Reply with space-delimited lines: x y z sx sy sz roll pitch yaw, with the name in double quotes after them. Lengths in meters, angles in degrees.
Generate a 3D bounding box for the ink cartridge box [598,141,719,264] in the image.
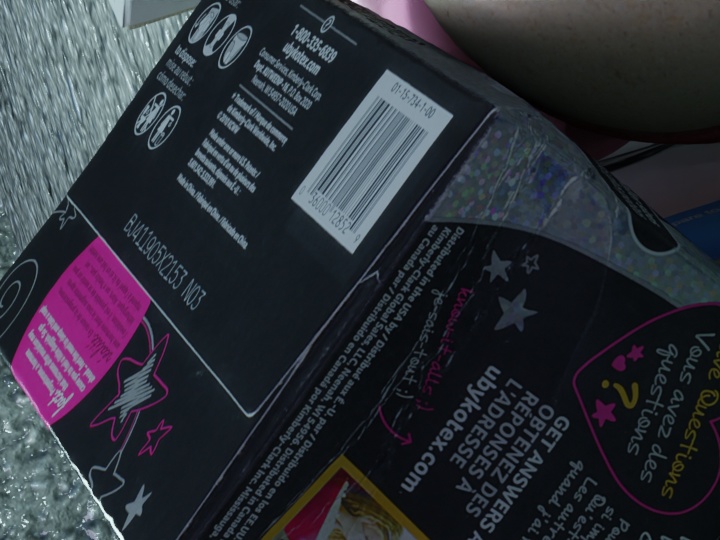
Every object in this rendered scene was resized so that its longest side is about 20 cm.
0.101 0.035 0.883 0.200 0.084 0.145 -143 36 -68 "ink cartridge box"

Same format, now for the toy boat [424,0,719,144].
0.080 -0.130 0.696 0.130 0.130 0.201 8 -103 -59 "toy boat"

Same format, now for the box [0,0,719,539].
0.004 0.017 0.704 0.115 0.132 0.200 36 -178 -25 "box"

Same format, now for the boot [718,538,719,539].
0.137 0.104 0.736 0.200 0.066 0.165 37 -159 -27 "boot"

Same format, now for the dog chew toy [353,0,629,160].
0.018 -0.122 0.861 0.200 0.124 0.125 48 159 23 "dog chew toy"

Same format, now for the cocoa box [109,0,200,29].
-0.049 -0.205 1.066 0.200 0.131 0.134 104 145 -67 "cocoa box"
